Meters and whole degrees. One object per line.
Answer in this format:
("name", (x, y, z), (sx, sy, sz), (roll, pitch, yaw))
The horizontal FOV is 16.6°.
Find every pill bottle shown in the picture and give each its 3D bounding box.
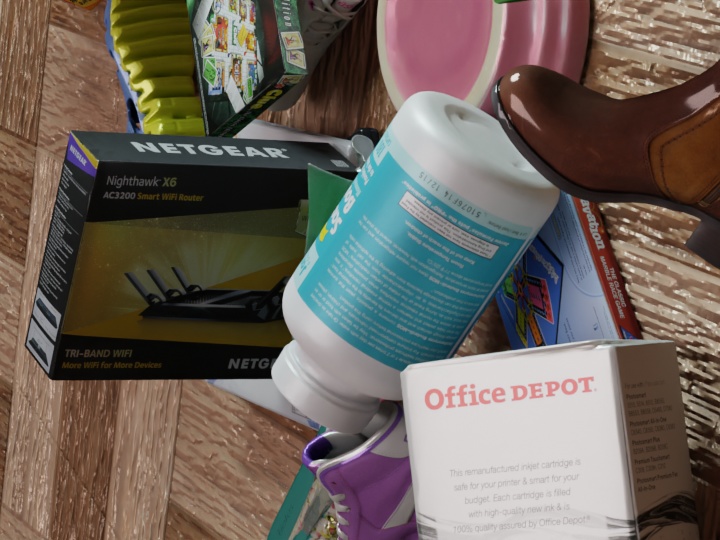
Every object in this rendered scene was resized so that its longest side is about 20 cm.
("pill bottle", (0.025, 0.000, 1.490), (0.201, 0.110, 0.111), (-56, 41, 18))

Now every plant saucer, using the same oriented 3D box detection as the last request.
("plant saucer", (0.069, -0.159, 1.559), (0.200, 0.051, 0.202), (0, 91, 60))

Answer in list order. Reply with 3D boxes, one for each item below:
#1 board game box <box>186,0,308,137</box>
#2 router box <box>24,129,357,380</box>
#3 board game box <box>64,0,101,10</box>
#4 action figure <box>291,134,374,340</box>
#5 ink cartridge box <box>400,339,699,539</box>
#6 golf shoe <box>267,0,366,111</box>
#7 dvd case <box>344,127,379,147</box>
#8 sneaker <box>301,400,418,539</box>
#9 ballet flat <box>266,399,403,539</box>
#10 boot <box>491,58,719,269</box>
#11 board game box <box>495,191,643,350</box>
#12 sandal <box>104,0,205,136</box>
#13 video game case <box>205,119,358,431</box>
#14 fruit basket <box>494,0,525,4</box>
("board game box", (-0.086, -0.201, 1.707), (0.105, 0.023, 0.201), (-36, 56, 48))
("router box", (-0.111, -0.008, 1.637), (0.052, 0.199, 0.158), (42, 125, 50))
("board game box", (-0.233, -0.354, 1.872), (0.200, 0.199, 0.201), (-29, 45, 56))
("action figure", (0.000, 0.000, 1.606), (0.055, 0.117, 0.201), (-96, 18, -45))
("ink cartridge box", (0.112, 0.144, 1.393), (0.145, 0.084, 0.201), (-8, 86, 35))
("golf shoe", (-0.036, -0.194, 1.712), (0.092, 0.072, 0.201), (51, 132, 47))
("dvd case", (-0.031, -0.001, 1.755), (0.200, 0.017, 0.144), (-33, 63, 55))
("sneaker", (0.001, 0.151, 1.595), (0.201, 0.114, 0.073), (-54, 19, 38))
("ballet flat", (-0.004, 0.133, 1.664), (0.076, 0.064, 0.201), (-100, 29, -47))
("boot", (0.183, -0.105, 1.263), (0.188, 0.069, 0.200), (34, 131, 5))
("board game box", (0.127, 0.038, 1.487), (0.103, 0.019, 0.201), (-46, 51, 47))
("sandal", (-0.163, -0.136, 1.926), (0.087, 0.079, 0.201), (-46, 50, 53))
("video game case", (-0.055, -0.001, 1.756), (0.182, 0.022, 0.201), (17, 104, 58))
("fruit basket", (0.134, -0.252, 1.301), (0.155, 0.214, 0.217), (-8, 83, 59))
